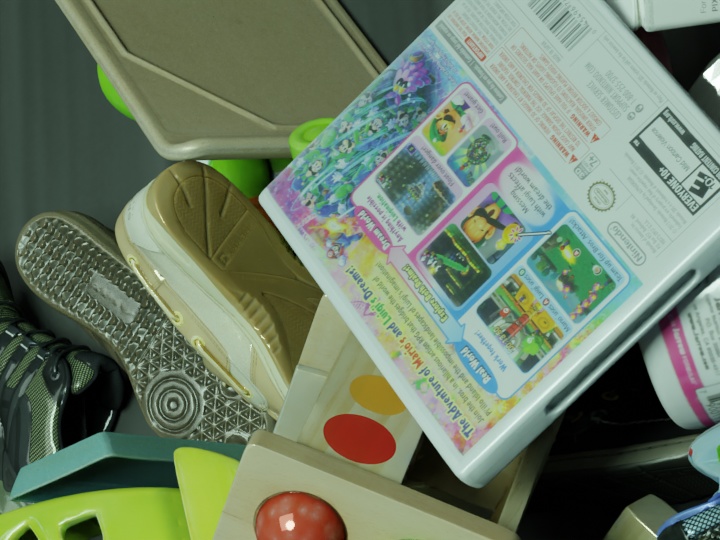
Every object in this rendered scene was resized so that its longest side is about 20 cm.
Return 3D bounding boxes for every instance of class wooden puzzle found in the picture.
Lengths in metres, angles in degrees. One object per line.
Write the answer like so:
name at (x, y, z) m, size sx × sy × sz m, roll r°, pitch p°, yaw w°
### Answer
wooden puzzle at (-0.068, -0.112, 1.588) m, size 0.200 × 0.185 × 0.037 m, roll 50°, pitch 130°, yaw 41°

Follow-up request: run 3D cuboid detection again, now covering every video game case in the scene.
video game case at (0.065, -0.032, 1.280) m, size 0.182 × 0.024 × 0.200 m, roll -44°, pitch 51°, yaw 10°

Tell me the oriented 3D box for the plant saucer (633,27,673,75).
plant saucer at (0.076, -0.049, 1.414) m, size 0.200 × 0.051 × 0.201 m, roll -38°, pitch 44°, yaw 48°

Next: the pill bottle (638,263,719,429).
pill bottle at (0.221, -0.008, 1.269) m, size 0.200 × 0.113 × 0.114 m, roll -16°, pitch 62°, yaw 14°

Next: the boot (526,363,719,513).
boot at (0.115, 0.042, 1.447) m, size 0.200 × 0.073 × 0.151 m, roll -12°, pitch 66°, yaw 44°

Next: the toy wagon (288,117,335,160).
toy wagon at (0.000, 0.000, 1.447) m, size 0.040 × 0.155 × 0.200 m, roll -15°, pitch 31°, yaw -3°

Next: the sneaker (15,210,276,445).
sneaker at (-0.108, 0.037, 1.637) m, size 0.200 × 0.076 × 0.070 m, roll 46°, pitch 104°, yaw 17°

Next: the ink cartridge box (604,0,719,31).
ink cartridge box at (0.201, -0.177, 1.347) m, size 0.146 × 0.200 × 0.085 m, roll -125°, pitch 27°, yaw -68°

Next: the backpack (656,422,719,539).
backpack at (0.245, 0.119, 1.239) m, size 0.200 × 0.183 × 0.147 m, roll -20°, pitch 63°, yaw 26°

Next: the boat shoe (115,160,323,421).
boat shoe at (-0.054, 0.031, 1.537) m, size 0.069 × 0.200 × 0.074 m, roll -26°, pitch 15°, yaw 49°

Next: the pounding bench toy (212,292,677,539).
pounding bench toy at (0.041, 0.127, 1.302) m, size 0.156 × 0.200 × 0.124 m, roll -64°, pitch -5°, yaw -56°

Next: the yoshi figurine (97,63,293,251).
yoshi figurine at (-0.097, -0.073, 1.640) m, size 0.112 × 0.112 × 0.200 m, roll -36°, pitch 51°, yaw 31°

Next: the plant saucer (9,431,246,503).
plant saucer at (-0.096, 0.107, 1.504) m, size 0.070 × 0.200 × 0.019 m, roll -25°, pitch 71°, yaw 29°

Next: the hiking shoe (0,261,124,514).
hiking shoe at (-0.184, 0.064, 1.687) m, size 0.101 × 0.076 × 0.200 m, roll -29°, pitch 66°, yaw 18°

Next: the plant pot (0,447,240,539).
plant pot at (-0.078, 0.210, 1.459) m, size 0.181 × 0.200 × 0.199 m, roll -29°, pitch 56°, yaw 20°

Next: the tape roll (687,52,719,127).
tape roll at (0.237, -0.030, 1.343) m, size 0.202 × 0.037 × 0.203 m, roll -1°, pitch 88°, yaw 17°
